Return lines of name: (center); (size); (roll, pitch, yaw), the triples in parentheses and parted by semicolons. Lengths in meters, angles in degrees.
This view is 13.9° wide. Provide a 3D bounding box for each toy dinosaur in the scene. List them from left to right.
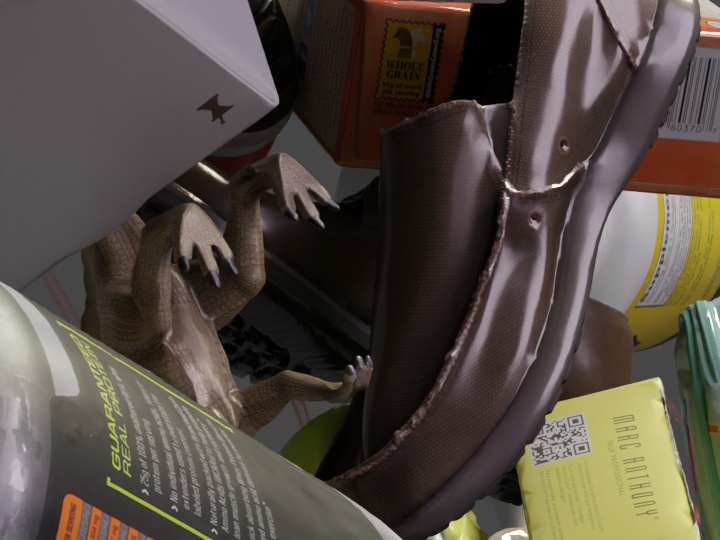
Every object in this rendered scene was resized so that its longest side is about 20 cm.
toy dinosaur: (-0.054, 0.012, 0.800); (0.058, 0.101, 0.201); (-2, 61, -40)

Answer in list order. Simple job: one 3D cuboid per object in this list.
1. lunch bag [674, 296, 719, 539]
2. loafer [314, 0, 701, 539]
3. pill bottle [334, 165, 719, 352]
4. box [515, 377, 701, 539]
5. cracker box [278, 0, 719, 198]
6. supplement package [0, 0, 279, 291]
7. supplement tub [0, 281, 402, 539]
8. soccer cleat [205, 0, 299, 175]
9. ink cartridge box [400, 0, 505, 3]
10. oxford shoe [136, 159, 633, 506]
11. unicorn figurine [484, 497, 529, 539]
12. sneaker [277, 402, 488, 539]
lunch bag: (0.157, 0.113, 0.975); (0.160, 0.077, 0.201); (69, 10, -67)
loafer: (0.027, -0.013, 0.837); (0.071, 0.073, 0.201); (32, 64, -18)
pill bottle: (0.070, -0.021, 1.126); (0.115, 0.114, 0.200); (60, 20, 11)
box: (0.090, 0.132, 0.901); (0.075, 0.050, 0.201); (-99, 174, -50)
cracker box: (0.034, -0.084, 0.987); (0.133, 0.058, 0.200); (4, 17, -17)
supplement package: (-0.121, -0.107, 0.792); (0.120, 0.121, 0.200); (36, 26, -45)
supplement tub: (-0.077, 0.072, 0.606); (0.200, 0.122, 0.123); (36, 27, -45)
soccer cleat: (-0.066, -0.108, 0.980); (0.068, 0.073, 0.201); (3, 55, -21)
ink cartridge box: (-0.014, -0.178, 0.857); (0.084, 0.147, 0.200); (0, 24, -19)
oxford shoe: (0.000, 0.000, 0.924); (0.200, 0.073, 0.085); (28, 68, -24)
unicorn figurine: (0.080, 0.106, 1.033); (0.137, 0.074, 0.200); (44, 6, -30)
sneaker: (0.030, 0.124, 0.853); (0.105, 0.076, 0.200); (44, 21, -32)
